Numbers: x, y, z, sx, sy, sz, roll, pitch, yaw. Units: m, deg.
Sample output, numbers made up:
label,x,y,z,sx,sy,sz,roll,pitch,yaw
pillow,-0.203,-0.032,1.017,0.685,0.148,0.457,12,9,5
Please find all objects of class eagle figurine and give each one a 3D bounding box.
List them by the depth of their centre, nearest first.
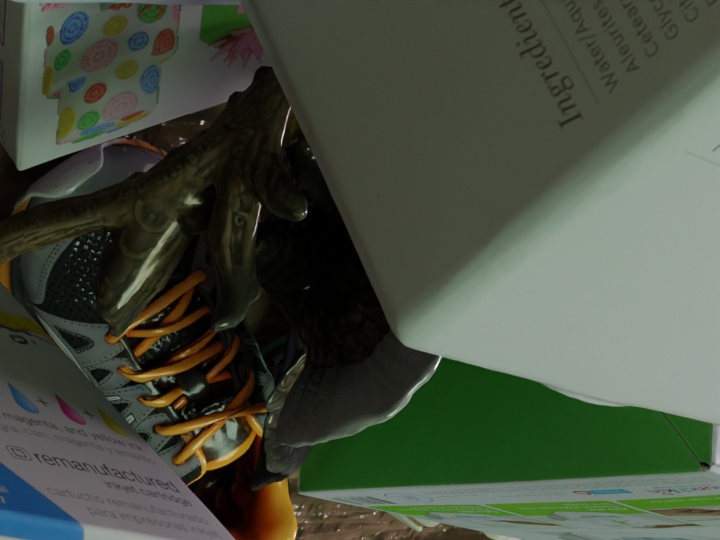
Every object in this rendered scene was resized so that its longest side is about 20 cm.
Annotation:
label,x,y,z,sx,sy,sz,roll,pitch,yaw
eagle figurine,0.001,-0.007,0.813,0.200,0.151,0.151,35,68,-58

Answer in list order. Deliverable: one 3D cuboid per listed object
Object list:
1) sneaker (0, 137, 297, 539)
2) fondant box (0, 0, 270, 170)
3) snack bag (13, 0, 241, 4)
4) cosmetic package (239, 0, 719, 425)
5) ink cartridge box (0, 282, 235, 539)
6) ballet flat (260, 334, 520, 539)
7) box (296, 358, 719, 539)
label,x,y,z,sx,sy,sz,roll,pitch,yaw
sneaker,-0.065,0.032,0.926,0.078,0.077,0.200,-34,140,-11
fondant box,-0.047,-0.137,0.783,0.144,0.058,0.200,-21,143,-27
snack bag,0.010,-0.142,0.737,0.200,0.021,0.189,-4,144,-47
cosmetic package,0.096,-0.086,0.687,0.200,0.165,0.165,-40,147,26
ink cartridge box,-0.166,0.072,0.769,0.147,0.200,0.145,16,110,-48
ballet flat,0.036,0.073,1.055,0.200,0.072,0.072,20,109,-50
box,0.109,0.049,0.950,0.176,0.200,0.097,15,74,-40
